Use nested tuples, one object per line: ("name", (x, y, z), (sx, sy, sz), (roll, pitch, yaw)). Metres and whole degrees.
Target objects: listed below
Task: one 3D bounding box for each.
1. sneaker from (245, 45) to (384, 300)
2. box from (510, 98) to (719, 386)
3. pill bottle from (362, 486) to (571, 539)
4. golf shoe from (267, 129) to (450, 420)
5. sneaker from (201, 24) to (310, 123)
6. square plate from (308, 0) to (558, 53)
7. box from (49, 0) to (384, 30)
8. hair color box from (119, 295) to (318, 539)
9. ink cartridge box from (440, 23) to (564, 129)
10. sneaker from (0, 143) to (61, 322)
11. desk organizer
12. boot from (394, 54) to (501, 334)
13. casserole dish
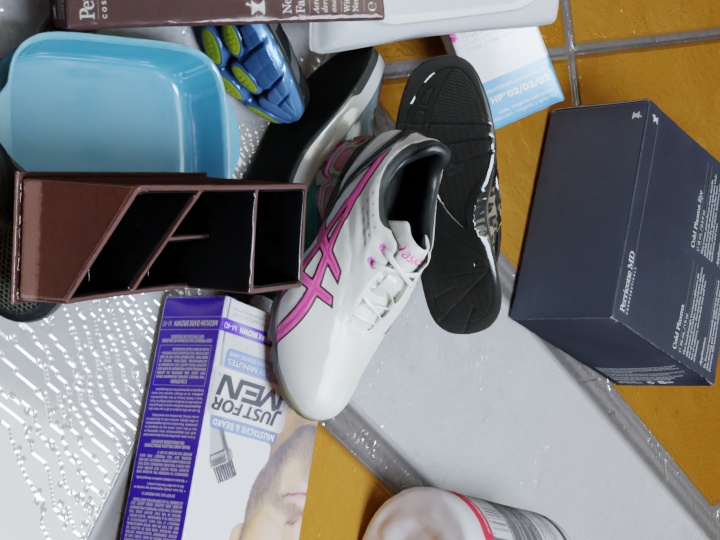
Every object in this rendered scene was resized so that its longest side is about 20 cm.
("sneaker", (-0.011, -0.050, 1.135), (0.121, 0.084, 0.200), (44, 63, -34))
("box", (0.238, -0.020, 1.412), (0.182, 0.104, 0.200), (32, 65, -45))
("pill bottle", (0.100, 0.233, 1.233), (0.200, 0.111, 0.111), (22, 72, -47))
("golf shoe", (0.000, 0.000, 1.040), (0.073, 0.092, 0.200), (24, 75, -32))
("sneaker", (-0.074, -0.192, 1.079), (0.083, 0.071, 0.200), (-36, 112, -38))
("square plate", (0.063, -0.247, 1.096), (0.200, 0.028, 0.198), (-11, 123, -24))
("box", (-0.088, -0.200, 0.987), (0.200, 0.075, 0.100), (-5, 100, -16))
("hair color box", (-0.088, 0.125, 1.055), (0.109, 0.065, 0.200), (23, 73, -47))
("ink cartridge box", (0.082, -0.220, 1.225), (0.115, 0.068, 0.200), (-107, 174, -66))
("sneaker", (-0.225, -0.048, 0.862), (0.114, 0.076, 0.199), (-83, 153, -69))
("desk organizer", (-0.109, -0.020, 0.931), (0.200, 0.077, 0.072), (-8, 102, -65))
("boot", (0.069, -0.069, 1.189), (0.151, 0.073, 0.200), (-76, 157, -72))
("casserole dish", (-0.157, -0.083, 1.003), (0.200, 0.039, 0.121), (-4, 91, -50))
